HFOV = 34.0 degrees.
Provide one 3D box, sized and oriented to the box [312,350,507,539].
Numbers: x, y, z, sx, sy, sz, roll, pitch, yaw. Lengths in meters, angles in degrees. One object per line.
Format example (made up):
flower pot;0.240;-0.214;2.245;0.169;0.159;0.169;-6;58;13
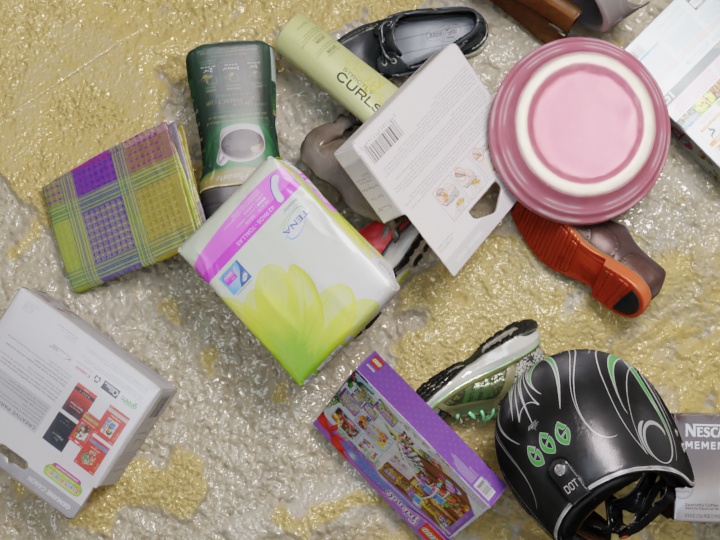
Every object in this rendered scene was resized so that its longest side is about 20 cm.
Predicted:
box;0.049;0.197;1.269;0.200;0.137;0.039;45;51;7

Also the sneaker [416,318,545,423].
sneaker;0.131;0.142;1.301;0.198;0.077;0.089;-34;95;4

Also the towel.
towel;-0.267;-0.069;1.343;0.197;0.023;0.146;-22;82;22

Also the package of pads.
package of pads;-0.071;-0.004;1.248;0.154;0.068;0.200;-44;86;7

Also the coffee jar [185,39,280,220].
coffee jar;-0.138;-0.152;1.334;0.102;0.085;0.204;-5;84;-9

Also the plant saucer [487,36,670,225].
plant saucer;0.236;-0.152;1.259;0.196;0.051;0.205;0;85;1

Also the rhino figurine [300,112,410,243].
rhino figurine;0.013;-0.100;1.300;0.087;0.060;0.200;-35;64;-24

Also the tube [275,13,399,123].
tube;-0.005;-0.208;1.310;0.199;0.052;0.058;41;98;10

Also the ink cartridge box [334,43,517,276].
ink cartridge box;0.089;-0.118;1.271;0.177;0.044;0.200;52;56;-13

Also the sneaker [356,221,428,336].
sneaker;0.000;0.000;1.328;0.085;0.077;0.201;37;82;22

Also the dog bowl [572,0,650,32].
dog bowl;0.223;-0.340;1.267;0.059;0.200;0.200;-45;83;2

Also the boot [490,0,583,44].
boot;0.153;-0.327;1.278;0.199;0.189;0.069;40;78;8

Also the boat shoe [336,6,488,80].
boat shoe;0.050;-0.260;1.340;0.195;0.066;0.076;-6;85;4

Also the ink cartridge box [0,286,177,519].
ink cartridge box;-0.340;0.149;1.325;0.199;0.084;0.177;35;88;7

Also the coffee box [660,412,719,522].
coffee box;0.426;0.211;1.262;0.196;0.080;0.117;2;85;4

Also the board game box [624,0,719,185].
board game box;0.399;-0.208;1.311;0.147;0.064;0.200;-43;82;1

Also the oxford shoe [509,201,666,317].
oxford shoe;0.251;-0.033;1.316;0.200;0.072;0.072;43;55;14

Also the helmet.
helmet;0.232;0.176;1.217;0.197;0.201;0.192;-24;47;2
